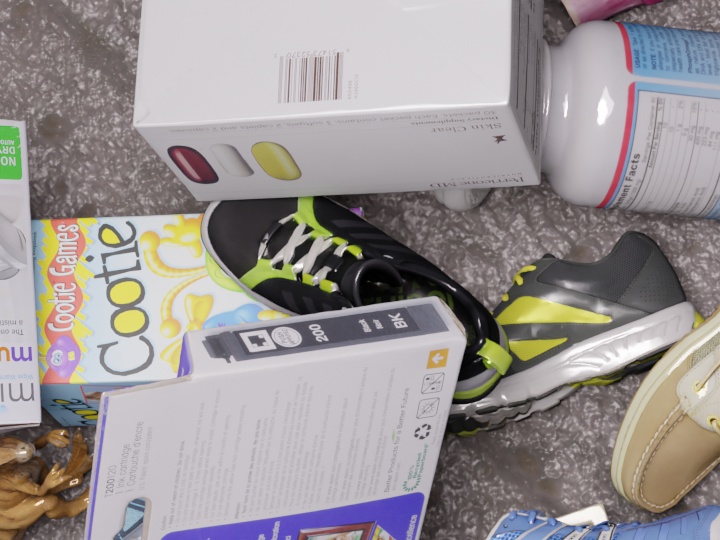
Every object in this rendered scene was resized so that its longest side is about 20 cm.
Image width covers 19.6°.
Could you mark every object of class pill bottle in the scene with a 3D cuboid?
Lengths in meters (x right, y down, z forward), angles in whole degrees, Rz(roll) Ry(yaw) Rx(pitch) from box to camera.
[{"bbox_3d":[0.172,-0.086,1.201,0.199,0.109,0.109,6,83,-8],"label":"pill bottle"}]

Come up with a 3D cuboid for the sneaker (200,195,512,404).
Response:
[{"bbox_3d":[0.000,0.000,1.135,0.200,0.083,0.072,28,76,15],"label":"sneaker"}]

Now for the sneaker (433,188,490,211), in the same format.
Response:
[{"bbox_3d":[0.034,-0.134,1.276,0.105,0.076,0.201,-2,83,25],"label":"sneaker"}]

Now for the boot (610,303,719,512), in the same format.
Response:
[{"bbox_3d":[0.241,0.089,1.166,0.200,0.072,0.155,-51,44,12],"label":"boot"}]

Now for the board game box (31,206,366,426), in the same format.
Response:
[{"bbox_3d":[-0.091,0.029,1.237,0.199,0.105,0.103,-2,72,6],"label":"board game box"}]

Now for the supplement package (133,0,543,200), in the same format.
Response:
[{"bbox_3d":[-0.007,-0.131,1.120,0.199,0.111,0.156,-3,71,14],"label":"supplement package"}]

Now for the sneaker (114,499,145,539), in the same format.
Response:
[{"bbox_3d":[-0.095,0.116,1.151,0.200,0.079,0.096,-44,57,6],"label":"sneaker"}]

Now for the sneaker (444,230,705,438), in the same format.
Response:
[{"bbox_3d":[0.101,0.039,1.242,0.199,0.075,0.085,-18,75,-5],"label":"sneaker"}]

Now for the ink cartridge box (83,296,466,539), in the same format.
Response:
[{"bbox_3d":[-0.055,0.114,1.067,0.199,0.199,0.043,-8,37,-28],"label":"ink cartridge box"}]

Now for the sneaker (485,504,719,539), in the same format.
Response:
[{"bbox_3d":[0.112,0.164,1.148,0.199,0.076,0.077,-20,82,1],"label":"sneaker"}]

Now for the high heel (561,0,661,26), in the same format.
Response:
[{"bbox_3d":[0.131,-0.250,1.263,0.096,0.067,0.200,-28,101,12],"label":"high heel"}]

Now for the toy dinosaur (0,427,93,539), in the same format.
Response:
[{"bbox_3d":[-0.206,0.140,1.247,0.106,0.200,0.061,-17,57,-25],"label":"toy dinosaur"}]

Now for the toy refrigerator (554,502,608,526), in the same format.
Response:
[{"bbox_3d":[0.139,0.242,1.205,0.076,0.070,0.201,-19,81,4],"label":"toy refrigerator"}]

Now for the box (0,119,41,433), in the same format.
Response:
[{"bbox_3d":[-0.268,0.016,1.216,0.096,0.200,0.177,1,81,-32],"label":"box"}]
